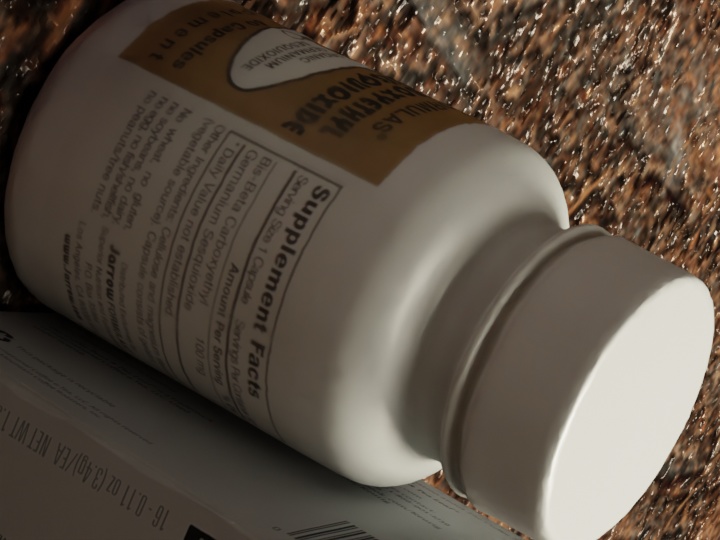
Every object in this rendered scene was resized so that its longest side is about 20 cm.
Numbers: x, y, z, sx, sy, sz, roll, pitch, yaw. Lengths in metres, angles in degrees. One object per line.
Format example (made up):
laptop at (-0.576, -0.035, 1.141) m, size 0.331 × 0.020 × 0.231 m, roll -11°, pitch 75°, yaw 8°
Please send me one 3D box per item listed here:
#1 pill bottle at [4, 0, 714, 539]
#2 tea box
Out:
pill bottle at (0.000, 0.000, 0.824) m, size 0.114 × 0.200 × 0.114 m, roll -40°, pitch 146°, yaw -35°
tea box at (-0.066, 0.141, 0.841) m, size 0.134 × 0.200 × 0.197 m, roll 2°, pitch 112°, yaw -60°
